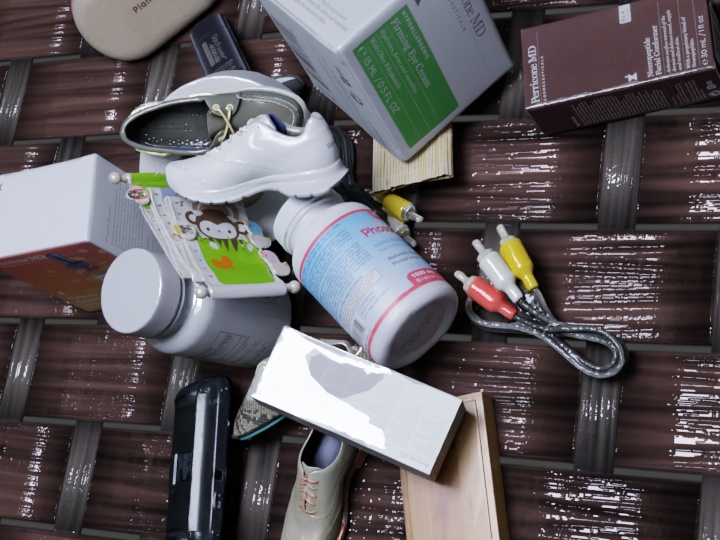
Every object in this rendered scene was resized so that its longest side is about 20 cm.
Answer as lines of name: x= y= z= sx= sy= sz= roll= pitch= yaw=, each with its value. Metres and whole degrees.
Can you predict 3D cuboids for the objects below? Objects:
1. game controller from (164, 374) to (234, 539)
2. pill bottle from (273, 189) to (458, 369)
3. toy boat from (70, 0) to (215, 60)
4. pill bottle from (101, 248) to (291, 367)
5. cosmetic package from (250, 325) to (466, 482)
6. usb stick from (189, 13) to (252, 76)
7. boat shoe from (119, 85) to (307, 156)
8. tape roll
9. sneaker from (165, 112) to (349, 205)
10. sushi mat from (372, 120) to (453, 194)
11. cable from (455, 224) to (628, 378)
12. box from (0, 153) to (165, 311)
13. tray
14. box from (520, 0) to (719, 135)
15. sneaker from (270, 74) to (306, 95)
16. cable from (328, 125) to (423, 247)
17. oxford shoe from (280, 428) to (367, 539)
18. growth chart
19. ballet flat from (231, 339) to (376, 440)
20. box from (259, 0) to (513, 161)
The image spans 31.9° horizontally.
game controller: x=-0.178 y=0.217 z=1.391 sx=0.104 sy=0.042 sz=0.201 roll=-27 pitch=55 yaw=54
pill bottle: x=0.000 y=0.000 z=1.310 sx=0.109 sy=0.109 sz=0.200 roll=-47 pitch=62 yaw=4
toy boat: x=-0.282 y=-0.370 z=1.639 sx=0.200 sy=0.131 sz=0.131 roll=-34 pitch=30 yaw=11
pill bottle: x=-0.177 y=0.038 z=1.361 sx=0.114 sy=0.200 sz=0.115 roll=-9 pitch=74 yaw=35
cosmetic package: x=-0.002 y=0.134 z=1.263 sx=0.199 sy=0.051 sz=0.083 roll=22 pitch=74 yaw=16
usb stick: x=-0.170 y=-0.260 z=1.533 sx=0.055 sy=0.033 sz=0.200 roll=-34 pitch=35 yaw=5
boat shoe: x=-0.159 y=-0.157 z=1.356 sx=0.201 sy=0.060 sz=0.072 roll=-4 pitch=104 yaw=9
tape roll: x=-0.146 y=-0.124 z=1.430 sx=0.202 sy=0.071 sz=0.203 roll=2 pitch=105 yaw=7
sneaker: x=-0.112 y=-0.120 z=1.315 sx=0.199 sy=0.075 sz=0.087 roll=-6 pitch=113 yaw=15
sushi mat: x=0.058 y=-0.176 z=1.416 sx=0.095 sy=0.012 sz=0.201 roll=-14 pitch=55 yaw=22
cable: x=0.173 y=0.049 z=1.267 sx=0.097 sy=0.050 sz=0.200 roll=-49 pitch=58 yaw=10
box: x=-0.313 y=-0.038 z=1.468 sx=0.152 sy=0.200 sz=0.107 roll=-9 pitch=68 yaw=25
tray: x=0.093 y=0.230 z=1.259 sx=0.098 sy=0.037 sz=0.201 roll=-15 pitch=65 yaw=22
box: x=0.272 y=-0.217 z=1.310 sx=0.199 sy=0.075 sz=0.101 roll=-11 pitch=67 yaw=25
sneaker: x=-0.141 y=-0.160 z=1.511 sx=0.200 sy=0.074 sz=0.079 roll=-40 pitch=88 yaw=3
cable: x=-0.003 y=-0.079 z=1.432 sx=0.097 sy=0.050 sz=0.200 roll=-54 pitch=44 yaw=20
oxford shoe: x=-0.050 y=0.228 z=1.310 sx=0.071 sy=0.074 sz=0.201 roll=10 pitch=77 yaw=30
growth chart: x=-0.160 y=-0.040 z=1.328 sx=0.200 sy=0.144 sz=0.018 roll=52 pitch=131 yaw=26
ballet flat: x=-0.064 y=0.115 z=1.357 sx=0.199 sy=0.068 sz=0.075 roll=-22 pitch=107 yaw=17
box: x=0.022 y=-0.270 z=1.358 sx=0.171 sy=0.199 sz=0.200 roll=-42 pitch=51 yaw=-4
